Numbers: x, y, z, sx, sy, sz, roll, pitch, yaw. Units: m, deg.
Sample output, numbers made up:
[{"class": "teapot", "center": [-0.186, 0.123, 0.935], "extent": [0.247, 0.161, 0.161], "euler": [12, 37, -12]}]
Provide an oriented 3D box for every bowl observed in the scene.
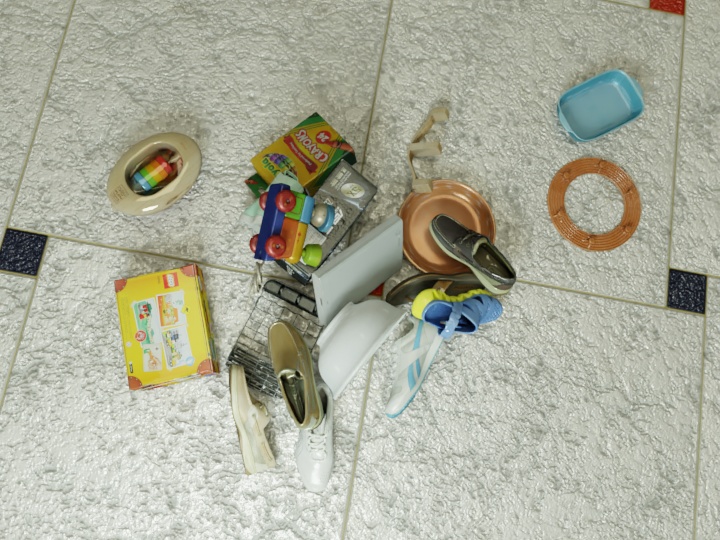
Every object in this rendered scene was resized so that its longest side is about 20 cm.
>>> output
[{"class": "bowl", "center": [-0.013, 0.120, 1.015], "extent": [0.090, 0.201, 0.201], "euler": [40, 79, 7]}]

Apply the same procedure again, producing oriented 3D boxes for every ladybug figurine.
[{"class": "ladybug figurine", "center": [-0.392, -0.178, 1.110], "extent": [0.199, 0.072, 0.136], "euler": [-37, 84, -10]}]

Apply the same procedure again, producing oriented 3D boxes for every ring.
[{"class": "ring", "center": [0.483, -0.139, 1.189], "extent": [0.198, 0.019, 0.203], "euler": [1, 79, -4]}]

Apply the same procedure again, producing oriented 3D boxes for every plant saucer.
[{"class": "plant saucer", "center": [0.167, -0.080, 1.147], "extent": [0.198, 0.037, 0.203], "euler": [1, 79, -3]}]

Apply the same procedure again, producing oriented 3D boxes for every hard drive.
[{"class": "hard drive", "center": [0.000, 0.000, 1.050], "extent": [0.199, 0.133, 0.026], "euler": [-37, 55, -26]}]

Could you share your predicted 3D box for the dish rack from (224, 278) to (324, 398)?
[{"class": "dish rack", "center": [-0.152, 0.129, 1.079], "extent": [0.152, 0.055, 0.202], "euler": [26, 80, 3]}]

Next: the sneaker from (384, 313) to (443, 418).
[{"class": "sneaker", "center": [0.088, 0.177, 1.079], "extent": [0.080, 0.077, 0.201], "euler": [26, 71, 8]}]

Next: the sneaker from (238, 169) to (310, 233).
[{"class": "sneaker", "center": [-0.155, -0.120, 1.055], "extent": [0.073, 0.200, 0.119], "euler": [34, 81, -21]}]

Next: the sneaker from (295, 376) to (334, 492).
[{"class": "sneaker", "center": [-0.081, 0.293, 1.034], "extent": [0.074, 0.087, 0.203], "euler": [0, 80, -5]}]

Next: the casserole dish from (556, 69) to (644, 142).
[{"class": "casserole dish", "center": [0.500, -0.342, 1.219], "extent": [0.198, 0.039, 0.122], "euler": [-27, 82, -8]}]

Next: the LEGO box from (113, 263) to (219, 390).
[{"class": "LEGO box", "center": [-0.351, 0.104, 1.056], "extent": [0.147, 0.077, 0.202], "euler": [-11, 80, -6]}]

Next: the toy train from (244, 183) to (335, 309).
[{"class": "toy train", "center": [-0.114, -0.028, 0.930], "extent": [0.115, 0.084, 0.202], "euler": [14, 87, -32]}]

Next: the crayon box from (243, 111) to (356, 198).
[{"class": "crayon box", "center": [-0.122, -0.204, 1.128], "extent": [0.199, 0.051, 0.127], "euler": [-39, 67, -10]}]

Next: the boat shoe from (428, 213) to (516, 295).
[{"class": "boat shoe", "center": [0.215, -0.042, 1.081], "extent": [0.200, 0.065, 0.073], "euler": [42, 65, 10]}]

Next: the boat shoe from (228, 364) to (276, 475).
[{"class": "boat shoe", "center": [-0.192, 0.261, 1.030], "extent": [0.064, 0.072, 0.202], "euler": [-11, 97, -13]}]

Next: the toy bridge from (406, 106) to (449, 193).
[{"class": "toy bridge", "center": [0.130, -0.245, 1.166], "extent": [0.067, 0.027, 0.202], "euler": [0, 62, 29]}]

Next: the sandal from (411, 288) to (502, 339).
[{"class": "sandal", "center": [0.189, 0.086, 1.062], "extent": [0.198, 0.080, 0.087], "euler": [-2, 37, -33]}]

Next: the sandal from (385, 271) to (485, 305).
[{"class": "sandal", "center": [0.147, 0.046, 1.099], "extent": [0.197, 0.082, 0.055], "euler": [-3, 55, -11]}]

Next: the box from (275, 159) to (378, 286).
[{"class": "box", "center": [-0.069, -0.081, 1.064], "extent": [0.086, 0.164, 0.201], "euler": [38, 78, -3]}]

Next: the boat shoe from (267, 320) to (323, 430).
[{"class": "boat shoe", "center": [-0.117, 0.173, 0.991], "extent": [0.071, 0.076, 0.201], "euler": [-28, 69, 6]}]
